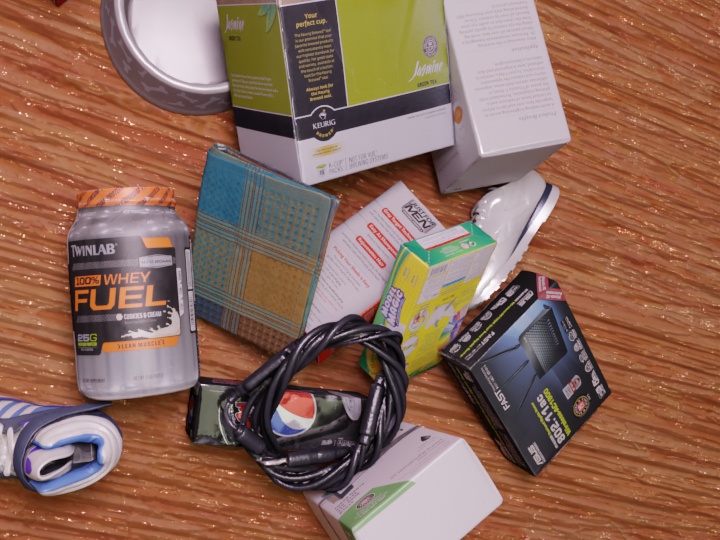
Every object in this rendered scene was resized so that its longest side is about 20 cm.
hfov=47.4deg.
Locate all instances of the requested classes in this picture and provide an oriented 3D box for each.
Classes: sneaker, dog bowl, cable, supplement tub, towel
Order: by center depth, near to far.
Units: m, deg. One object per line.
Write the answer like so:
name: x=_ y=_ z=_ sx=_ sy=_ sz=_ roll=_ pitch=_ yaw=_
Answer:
sneaker: x=-0.326 y=0.165 z=0.769 sx=0.198 sy=0.146 sz=0.081 roll=2 pitch=88 yaw=-20
supplement tub: x=-0.228 y=0.021 z=0.821 sx=0.121 sy=0.122 sz=0.202 roll=-5 pitch=90 yaw=-20
towel: x=-0.106 y=-0.015 z=0.832 sx=0.146 sy=0.022 sz=0.201 roll=25 pitch=123 yaw=14
cable: x=-0.028 y=0.137 z=0.838 sx=0.200 sy=0.051 sz=0.164 roll=-38 pitch=106 yaw=-5
dog bowl: x=-0.176 y=-0.272 z=0.880 sx=0.198 sy=0.059 sz=0.202 roll=1 pitch=88 yaw=-19
sneaker: x=0.161 y=-0.042 z=0.998 sx=0.080 sy=0.076 sz=0.201 roll=35 pitch=71 yaw=-7

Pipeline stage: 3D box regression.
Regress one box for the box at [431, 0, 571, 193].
box: x=0.136 y=-0.208 z=0.921 sx=0.105 sy=0.152 sz=0.202 roll=-12 pitch=83 yaw=-12

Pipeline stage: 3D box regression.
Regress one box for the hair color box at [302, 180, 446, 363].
hair color box: x=0.000 y=0.000 z=0.918 sx=0.199 sy=0.061 sz=0.102 roll=-37 pitch=72 yaw=-16

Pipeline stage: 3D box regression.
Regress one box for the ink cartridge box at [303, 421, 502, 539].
ink cartridge box: x=0.036 y=0.241 z=0.873 sx=0.146 sy=0.200 sz=0.085 roll=-35 pitch=97 yaw=-18

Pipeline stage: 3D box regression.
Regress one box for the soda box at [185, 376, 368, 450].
soda box: x=-0.086 y=0.159 z=0.896 sx=0.198 sy=0.071 sz=0.064 roll=8 pitch=87 yaw=-19

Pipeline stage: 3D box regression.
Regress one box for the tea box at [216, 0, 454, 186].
tea box: x=-0.023 y=-0.212 z=0.853 sx=0.199 sy=0.133 sz=0.198 roll=-19 pitch=115 yaw=-31

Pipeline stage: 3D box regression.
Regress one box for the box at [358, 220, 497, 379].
box: x=0.069 y=0.048 z=0.908 sx=0.117 sy=0.048 sz=0.201 roll=-19 pitch=138 yaw=-40

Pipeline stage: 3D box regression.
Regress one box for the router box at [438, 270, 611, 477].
router box: x=0.202 y=0.123 z=0.980 sx=0.150 sy=0.062 sz=0.201 roll=-42 pitch=119 yaw=-15

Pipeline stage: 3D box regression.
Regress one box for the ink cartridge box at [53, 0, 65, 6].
ink cartridge box: x=-0.252 y=-0.375 z=0.808 sx=0.200 sy=0.144 sz=0.084 roll=-45 pitch=103 yaw=-15
